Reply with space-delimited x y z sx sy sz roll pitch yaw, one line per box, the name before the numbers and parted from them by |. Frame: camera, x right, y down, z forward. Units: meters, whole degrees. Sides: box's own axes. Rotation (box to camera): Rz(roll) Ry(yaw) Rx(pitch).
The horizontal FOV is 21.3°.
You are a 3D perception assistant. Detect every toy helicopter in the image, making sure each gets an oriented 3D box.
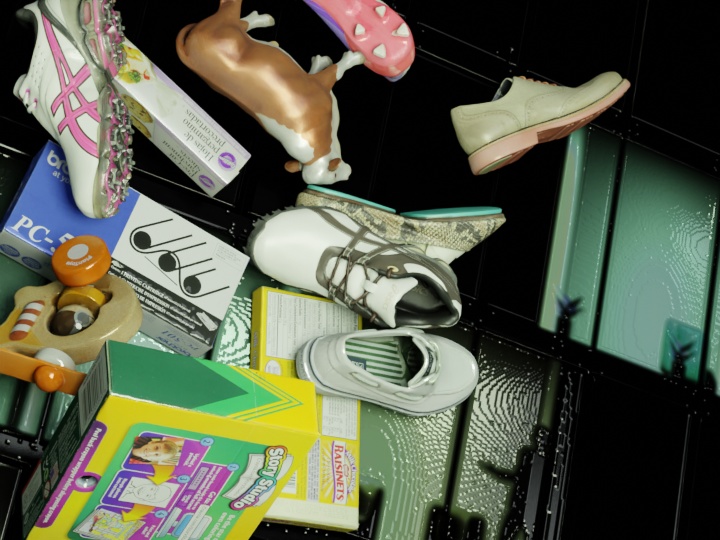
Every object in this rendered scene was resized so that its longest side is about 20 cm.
toy helicopter | -0.265 0.062 1.494 0.199 0.079 0.133 -19 40 -3

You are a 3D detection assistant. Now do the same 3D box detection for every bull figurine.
bull figurine | -0.069 -0.167 1.708 0.200 0.065 0.122 39 57 -13

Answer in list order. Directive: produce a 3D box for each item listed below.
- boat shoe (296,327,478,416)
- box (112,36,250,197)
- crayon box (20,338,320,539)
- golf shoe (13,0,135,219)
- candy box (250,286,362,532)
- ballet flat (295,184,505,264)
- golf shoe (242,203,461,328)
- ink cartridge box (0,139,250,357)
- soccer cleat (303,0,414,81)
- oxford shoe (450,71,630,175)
boat shoe | 0.039 0.087 1.661 0.199 0.067 0.074 1 76 -41
box | -0.183 -0.149 1.656 0.200 0.041 0.039 44 61 -10
crayon box | -0.149 0.150 1.483 0.172 0.200 0.059 13 44 -24
golf shoe | -0.236 -0.134 1.577 0.091 0.073 0.201 -9 72 6
candy box | -0.048 0.119 1.647 0.102 0.026 0.201 13 68 -30
ballet flat | 0.033 -0.030 1.726 0.199 0.068 0.076 6 93 -20
golf shoe | 0.000 0.000 1.645 0.199 0.095 0.078 14 105 -18
ink cartridge box | -0.199 -0.015 1.602 0.199 0.044 0.094 31 60 -15
soccer cleat | -0.024 -0.255 1.768 0.067 0.077 0.200 -40 76 -11
oxford shoe | 0.174 -0.160 1.831 0.199 0.071 0.074 -25 84 -32
